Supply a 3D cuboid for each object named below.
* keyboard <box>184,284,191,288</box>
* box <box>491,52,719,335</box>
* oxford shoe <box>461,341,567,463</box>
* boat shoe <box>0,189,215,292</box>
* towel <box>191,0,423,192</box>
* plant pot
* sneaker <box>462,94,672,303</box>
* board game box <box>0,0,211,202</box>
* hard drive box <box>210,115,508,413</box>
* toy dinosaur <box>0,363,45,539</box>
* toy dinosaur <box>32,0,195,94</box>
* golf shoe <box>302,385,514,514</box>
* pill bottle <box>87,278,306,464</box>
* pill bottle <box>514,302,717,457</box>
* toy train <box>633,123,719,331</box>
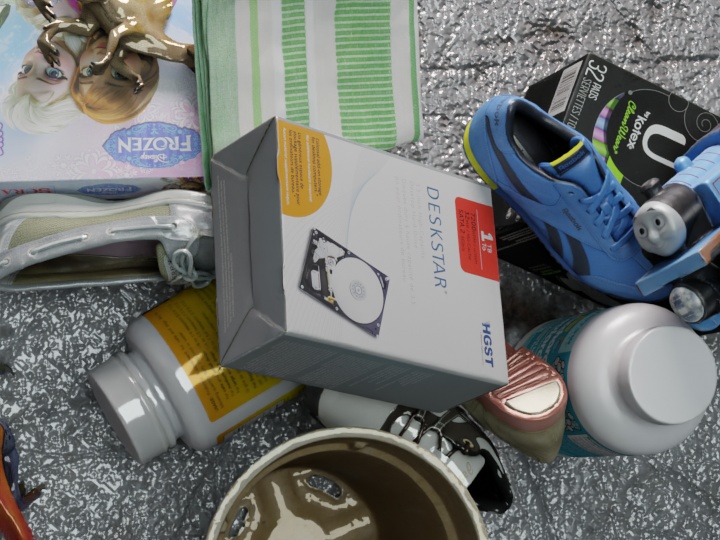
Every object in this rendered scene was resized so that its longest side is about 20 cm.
[{"bbox_3d":[-0.041,-0.021,1.427,0.198,0.011,0.057,-5,80,-18],"label":"keyboard"},{"bbox_3d":[0.216,-0.053,1.447,0.199,0.124,0.149,25,77,-13],"label":"box"},{"bbox_3d":[0.079,0.073,1.388,0.070,0.074,0.200,-28,47,-18],"label":"oxford shoe"},{"bbox_3d":[-0.159,-0.013,1.298,0.200,0.075,0.065,3,58,-2],"label":"boat shoe"},{"bbox_3d":[-0.033,-0.148,1.320,0.199,0.023,0.154,-15,108,-40],"label":"towel"},{"bbox_3d":[-0.029,0.207,1.307,0.199,0.183,0.202,1,88,-14],"label":"plant pot"},{"bbox_3d":[0.159,-0.049,1.325,0.200,0.078,0.066,42,72,-9],"label":"sneaker"},{"bbox_3d":[-0.203,-0.149,1.331,0.198,0.041,0.201,-2,71,-4],"label":"board game box"},{"bbox_3d":[0.000,0.000,1.269,0.199,0.077,0.157,14,62,-39],"label":"hard drive box"},{"bbox_3d":[-0.264,0.092,1.278,0.105,0.199,0.183,-26,124,-33],"label":"toy dinosaur"},{"bbox_3d":[-0.184,-0.191,1.306,0.101,0.058,0.200,-38,83,-31],"label":"toy dinosaur"},{"bbox_3d":[0.044,0.118,1.348,0.199,0.094,0.078,30,98,-41],"label":"golf shoe"},{"bbox_3d":[-0.094,0.057,1.345,0.199,0.109,0.110,-31,93,-15],"label":"pill bottle"},{"bbox_3d":[0.190,0.083,1.383,0.110,0.200,0.112,2,83,-17],"label":"pill bottle"},{"bbox_3d":[0.268,-0.041,1.331,0.200,0.087,0.115,-36,91,-38],"label":"toy train"}]
